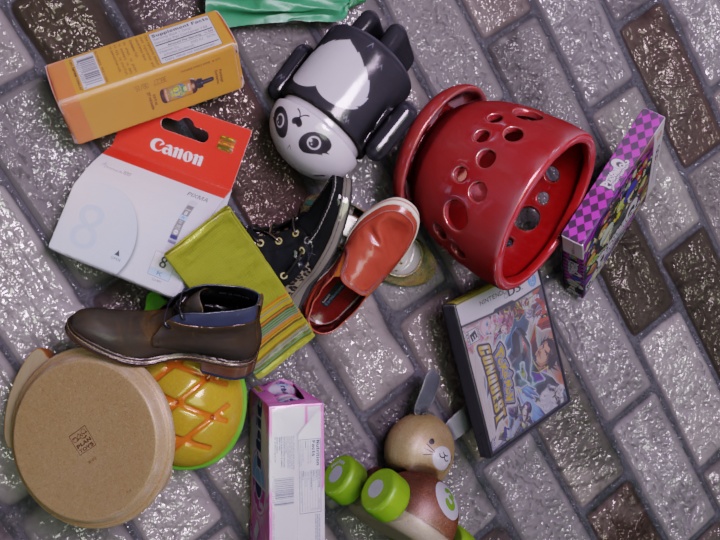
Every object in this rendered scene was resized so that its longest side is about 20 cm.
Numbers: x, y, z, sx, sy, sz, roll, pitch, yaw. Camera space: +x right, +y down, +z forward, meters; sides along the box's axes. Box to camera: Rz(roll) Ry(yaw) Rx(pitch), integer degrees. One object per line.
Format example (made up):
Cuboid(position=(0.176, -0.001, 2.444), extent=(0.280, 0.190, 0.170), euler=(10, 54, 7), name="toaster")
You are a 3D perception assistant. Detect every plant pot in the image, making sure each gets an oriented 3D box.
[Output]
Cuboid(position=(0.147, -0.104, 0.957), extent=(0.181, 0.201, 0.201), euler=(31, 79, 27), name="plant pot")

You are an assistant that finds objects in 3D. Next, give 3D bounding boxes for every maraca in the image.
Cuboid(position=(-0.197, 0.120, 0.908), extent=(0.135, 0.107, 0.203), euler=(-8, 87, -6), name="maraca")

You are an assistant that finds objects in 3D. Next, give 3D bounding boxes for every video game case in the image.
Cuboid(position=(0.328, -0.081, 1.063), extent=(0.036, 0.182, 0.201), euler=(30, 78, 25), name="video game case")
Cuboid(position=(0.195, 0.112, 1.057), extent=(0.180, 0.025, 0.203), euler=(-22, 100, -40), name="video game case")

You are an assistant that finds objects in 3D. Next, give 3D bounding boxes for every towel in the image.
Cuboid(position=(-0.125, 0.029, 0.883), extent=(0.086, 0.018, 0.201), euler=(-40, 128, -13), name="towel")

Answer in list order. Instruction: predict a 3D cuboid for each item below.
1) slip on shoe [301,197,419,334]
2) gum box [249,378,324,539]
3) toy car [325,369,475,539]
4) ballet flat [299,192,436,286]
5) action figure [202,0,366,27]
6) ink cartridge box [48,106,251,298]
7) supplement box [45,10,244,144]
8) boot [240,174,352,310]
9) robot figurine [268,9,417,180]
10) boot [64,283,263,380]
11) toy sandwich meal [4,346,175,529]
Cuboid(position=(0.000, 0.000, 0.948), extent=(0.074, 0.061, 0.200), euler=(34, 113, -19), name="slip on shoe")
Cuboid(position=(-0.088, 0.233, 0.946), extent=(0.065, 0.113, 0.203), euler=(-1, 93, -20), name="gum box")
Cuboid(position=(0.081, 0.233, 0.999), extent=(0.164, 0.157, 0.201), euler=(43, 66, -28), name="toy car")
Cuboid(position=(0.018, -0.034, 1.000), extent=(0.198, 0.071, 0.071), euler=(28, 83, -19), name="ballet flat")
Cuboid(position=(-0.085, -0.330, 0.957), extent=(0.197, 0.055, 0.120), euler=(1, 90, -16), name="action figure")
Cuboid(position=(-0.226, -0.087, 0.882), extent=(0.158, 0.047, 0.202), euler=(20, 87, 12), name="ink cartridge box")
Cuboid(position=(-0.231, -0.211, 0.886), extent=(0.198, 0.067, 0.069), euler=(-20, 59, -12), name="supplement box")
Cuboid(position=(-0.110, -0.040, 0.917), extent=(0.152, 0.074, 0.205), euler=(23, 118, -15), name="boot")
Cuboid(position=(-0.020, -0.202, 0.946), extent=(0.125, 0.150, 0.201), euler=(41, 81, -28), name="robot figurine")
Cuboid(position=(-0.193, 0.045, 0.826), extent=(0.197, 0.075, 0.098), euler=(11, 127, -16), name="boot")
Cuboid(position=(-0.281, 0.171, 0.858), extent=(0.202, 0.070, 0.208), euler=(0, 90, 10), name="toy sandwich meal")
